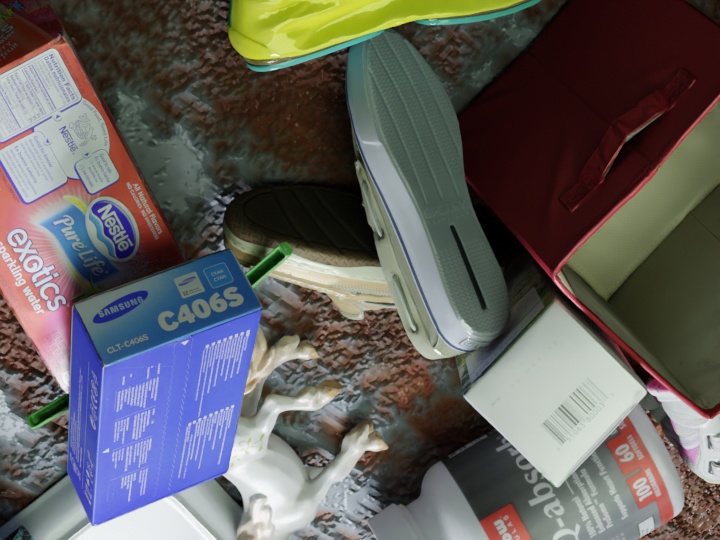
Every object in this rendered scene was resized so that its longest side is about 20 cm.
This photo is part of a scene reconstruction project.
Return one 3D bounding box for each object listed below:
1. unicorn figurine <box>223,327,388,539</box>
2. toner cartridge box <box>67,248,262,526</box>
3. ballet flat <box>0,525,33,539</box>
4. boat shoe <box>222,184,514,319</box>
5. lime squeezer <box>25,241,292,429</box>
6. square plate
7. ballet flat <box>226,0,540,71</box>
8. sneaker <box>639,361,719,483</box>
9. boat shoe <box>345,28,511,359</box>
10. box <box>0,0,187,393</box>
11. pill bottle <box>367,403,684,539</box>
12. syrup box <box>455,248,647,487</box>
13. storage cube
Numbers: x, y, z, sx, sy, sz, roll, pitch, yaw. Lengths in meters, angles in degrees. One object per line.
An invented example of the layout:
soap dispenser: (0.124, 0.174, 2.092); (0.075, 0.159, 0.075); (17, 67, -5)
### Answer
unicorn figurine: (-0.050, 0.137, 1.133); (0.137, 0.074, 0.201); (-38, 105, -2)
toner cartridge box: (-0.116, 0.071, 0.978); (0.094, 0.043, 0.201); (-21, 154, -23)
ballet flat: (-0.295, 0.189, 1.064); (0.197, 0.074, 0.075); (-3, 120, -14)
boat shoe: (0.000, 0.000, 1.077); (0.198, 0.072, 0.077); (8, 131, -25)
lime squeezer: (-0.113, 0.034, 1.043); (0.199, 0.038, 0.070); (-33, 159, 16)
square plate: (-0.161, 0.219, 1.156); (0.199, 0.028, 0.199); (-38, 126, 1)
ballet flat: (0.018, -0.168, 0.986); (0.198, 0.067, 0.068); (-15, 119, -12)
sneaker: (0.246, 0.093, 1.156); (0.081, 0.089, 0.200); (-36, 169, 0)
boat shoe: (0.026, -0.043, 1.015); (0.071, 0.202, 0.062); (-6, 165, -42)
box: (-0.173, -0.046, 0.955); (0.099, 0.096, 0.201); (-28, 126, -4)
pill bottle: (0.113, 0.165, 1.187); (0.199, 0.116, 0.117); (-30, 126, -4)
syrup box: (0.112, 0.054, 1.066); (0.081, 0.200, 0.079); (43, 97, -5)
storage cube: (0.184, -0.053, 1.052); (0.171, 0.180, 0.200); (-47, 126, 8)
